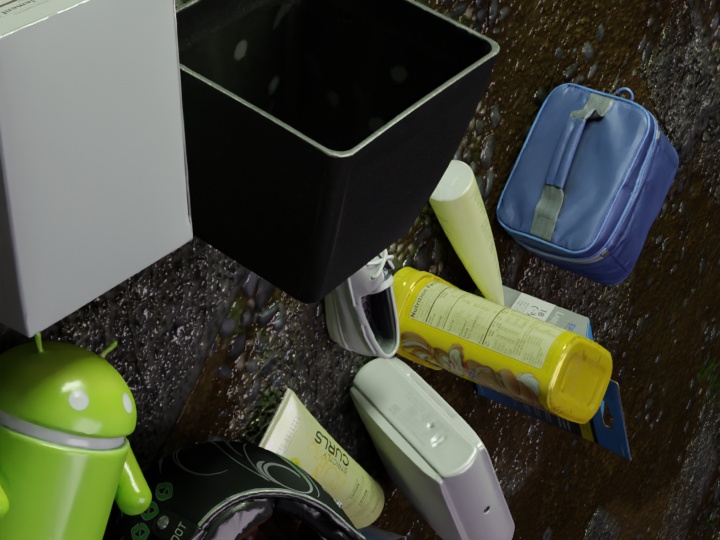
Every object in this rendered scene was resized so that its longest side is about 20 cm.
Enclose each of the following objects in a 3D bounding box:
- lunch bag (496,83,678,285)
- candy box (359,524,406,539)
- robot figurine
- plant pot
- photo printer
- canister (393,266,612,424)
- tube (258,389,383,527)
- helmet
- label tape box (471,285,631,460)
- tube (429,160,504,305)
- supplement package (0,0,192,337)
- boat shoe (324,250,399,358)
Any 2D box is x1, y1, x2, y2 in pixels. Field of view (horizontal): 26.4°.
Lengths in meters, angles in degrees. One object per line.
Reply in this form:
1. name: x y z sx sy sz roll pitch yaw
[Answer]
1. lunch bag: 0.244 -0.101 1.636 0.132 0.135 0.201 31 82 -59
2. candy box: -0.040 0.357 1.507 0.200 0.071 0.169 -18 117 -57
3. robot figurine: -0.226 0.140 1.070 0.175 0.115 0.202 10 99 -56
4. plant pot: -0.040 -0.098 1.160 0.200 0.199 0.178 -37 147 -41
5. photo printer: 0.075 0.195 1.528 0.069 0.166 0.201 -37 141 -12
6. canister: 0.132 0.075 1.505 0.148 0.199 0.087 26 85 -59
7. tube: -0.040 0.186 1.440 0.200 0.052 0.058 49 24 -51
8. helmet: -0.104 0.232 1.245 0.198 0.190 0.202 -1 93 -24
9. label tape box: 0.210 0.105 1.643 0.063 0.199 0.145 -51 145 -26
10. tube: 0.113 -0.029 1.554 0.058 0.052 0.200 -60 147 -23
11. supplement package: -0.202 -0.090 0.977 0.155 0.110 0.201 -35 135 -43
12. boat shoe: 0.000 0.000 1.382 0.072 0.068 0.201 -39 138 -39
